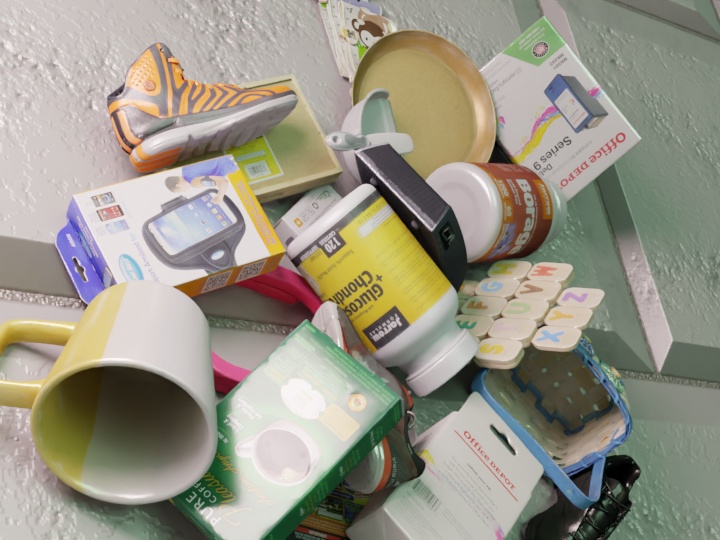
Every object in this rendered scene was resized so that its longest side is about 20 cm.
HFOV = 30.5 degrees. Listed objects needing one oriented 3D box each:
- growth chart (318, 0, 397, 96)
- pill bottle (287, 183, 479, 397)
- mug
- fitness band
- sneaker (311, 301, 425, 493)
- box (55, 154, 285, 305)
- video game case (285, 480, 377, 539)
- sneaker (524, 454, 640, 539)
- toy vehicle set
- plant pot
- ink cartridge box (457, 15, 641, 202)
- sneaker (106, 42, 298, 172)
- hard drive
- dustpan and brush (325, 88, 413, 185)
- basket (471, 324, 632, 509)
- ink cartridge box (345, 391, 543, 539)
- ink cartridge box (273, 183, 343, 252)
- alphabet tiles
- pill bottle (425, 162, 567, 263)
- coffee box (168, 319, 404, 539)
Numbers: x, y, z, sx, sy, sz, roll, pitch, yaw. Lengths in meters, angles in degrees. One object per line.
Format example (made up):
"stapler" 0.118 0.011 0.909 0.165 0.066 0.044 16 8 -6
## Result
"growth chart" 0.008 -0.282 1.633 0.144 0.018 0.202 -3 65 -44
"pill bottle" 0.027 0.023 1.313 0.201 0.112 0.112 51 41 -2
"mug" -0.200 0.077 1.099 0.186 0.149 0.154 37 28 -22
"fitness band" -0.098 0.059 1.285 0.198 0.037 0.145 19 51 -30
"sneaker" 0.005 0.120 1.241 0.081 0.077 0.202 3 52 -31
"box" -0.181 -0.032 1.238 0.198 0.042 0.120 -18 68 -36
"video game case" -0.023 0.238 1.235 0.198 0.025 0.183 22 50 -29
"sneaker" 0.239 0.262 1.404 0.076 0.090 0.200 47 43 -11
"toy vehicle set" -0.126 -0.129 1.370 0.198 0.027 0.125 -18 75 -36
"plant pot" 0.072 -0.187 1.577 0.198 0.027 0.203 7 75 -26
"ink cartridge box" 0.235 -0.194 1.667 0.201 0.145 0.088 52 2 -2
"sneaker" -0.160 -0.178 1.311 0.199 0.078 0.113 -20 77 -36
"hard drive" 0.058 -0.049 1.379 0.042 0.200 0.135 -39 67 -8
"dustpan and brush" 0.009 -0.135 1.439 0.199 0.057 0.141 -8 82 -52
"basket" 0.201 0.143 1.416 0.177 0.139 0.200 47 32 -5
"ink cartridge box" 0.086 0.221 1.272 0.117 0.067 0.200 48 43 -2
"ink cartridge box" 0.000 0.000 1.409 0.200 0.037 0.095 44 41 -2
"alphabet tiles" 0.156 0.044 1.425 0.200 0.194 0.015 -48 133 -48
"pill bottle" 0.159 -0.068 1.536 0.199 0.112 0.113 -5 65 -54
"coffee box" -0.071 0.150 1.143 0.123 0.044 0.200 36 68 23
